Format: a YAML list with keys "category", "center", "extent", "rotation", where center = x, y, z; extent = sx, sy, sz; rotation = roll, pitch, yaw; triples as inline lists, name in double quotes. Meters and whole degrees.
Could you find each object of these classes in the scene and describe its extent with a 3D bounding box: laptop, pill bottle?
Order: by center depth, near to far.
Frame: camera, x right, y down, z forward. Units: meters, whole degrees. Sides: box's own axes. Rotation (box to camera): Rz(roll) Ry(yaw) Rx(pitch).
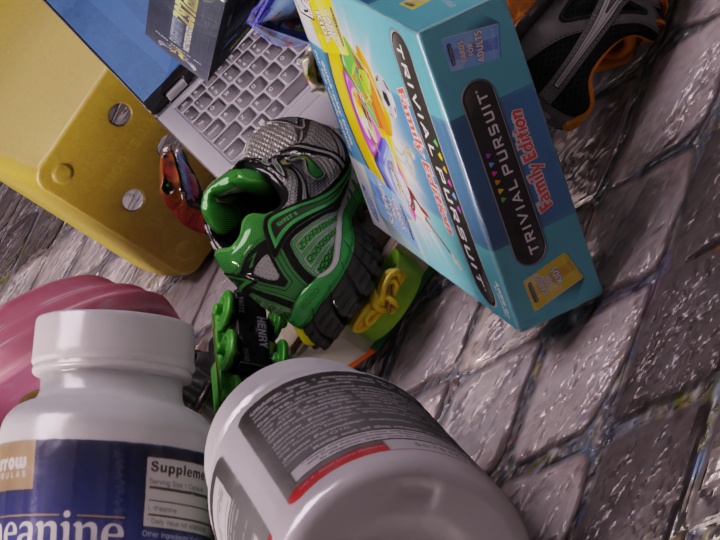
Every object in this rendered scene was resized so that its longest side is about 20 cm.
- category: "pill bottle"
  center: [-0.004, 0.108, 1.220]
  extent: [0.114, 0.114, 0.200]
  rotation: [-55, 18, 3]
- category: "pill bottle"
  center: [-0.129, 0.125, 1.408]
  extent: [0.111, 0.110, 0.202]
  rotation: [-19, 66, 62]
- category: "laptop"
  center: [-0.062, -0.165, 1.604]
  extent: [0.187, 0.116, 0.200]
  rotation: [-45, 51, -2]

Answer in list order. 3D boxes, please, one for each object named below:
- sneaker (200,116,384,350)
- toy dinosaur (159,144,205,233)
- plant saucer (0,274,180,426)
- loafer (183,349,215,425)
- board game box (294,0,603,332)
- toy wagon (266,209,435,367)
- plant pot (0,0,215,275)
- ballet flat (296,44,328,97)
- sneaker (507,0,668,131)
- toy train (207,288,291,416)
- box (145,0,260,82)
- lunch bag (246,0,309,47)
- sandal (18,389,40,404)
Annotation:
- category: "sneaker"
  center: [-0.041, -0.039, 1.487]
  extent: [0.078, 0.085, 0.200]
  rotation: [-50, 19, 14]
- category: "toy dinosaur"
  center: [-0.045, -0.093, 1.685]
  extent: [0.182, 0.105, 0.200]
  rotation: [-55, 18, 2]
- category: "plant saucer"
  center: [-0.206, 0.067, 1.731]
  extent: [0.200, 0.051, 0.201]
  rotation: [-32, -16, -10]
- category: "loafer"
  center: [-0.099, 0.070, 1.597]
  extent: [0.073, 0.072, 0.200]
  rotation: [-61, 18, -12]
- category: "board game box"
  center: [0.034, -0.072, 1.334]
  extent: [0.047, 0.152, 0.200]
  rotation: [-25, 22, -11]
- category: "toy wagon"
  center: [0.000, 0.000, 1.517]
  extent: [0.156, 0.039, 0.200]
  rotation: [-55, 19, 6]
- category: "plant pot"
  center: [-0.153, -0.110, 1.877]
  extent: [0.201, 0.199, 0.176]
  rotation: [-55, 29, 4]
- category: "ballet flat"
  center: [0.043, -0.114, 1.495]
  extent: [0.199, 0.064, 0.076]
  rotation: [-8, 93, 48]
- category: "sneaker"
  center: [0.123, -0.143, 1.398]
  extent: [0.200, 0.077, 0.078]
  rotation: [-45, 4, -30]
- category: "toy train"
  center: [-0.057, 0.092, 1.438]
  extent: [0.201, 0.041, 0.057]
  rotation: [-97, 25, -45]
- category: "box"
  center: [-0.035, -0.208, 1.514]
  extent: [0.200, 0.051, 0.158]
  rotation: [-51, -3, -12]
- category: "lunch bag"
  center: [0.034, -0.188, 1.484]
  extent: [0.151, 0.094, 0.200]
  rotation: [-44, 6, -38]
- category: "sandal"
  center: [-0.146, 0.100, 1.563]
  extent: [0.200, 0.054, 0.081]
  rotation: [-24, 60, 57]
